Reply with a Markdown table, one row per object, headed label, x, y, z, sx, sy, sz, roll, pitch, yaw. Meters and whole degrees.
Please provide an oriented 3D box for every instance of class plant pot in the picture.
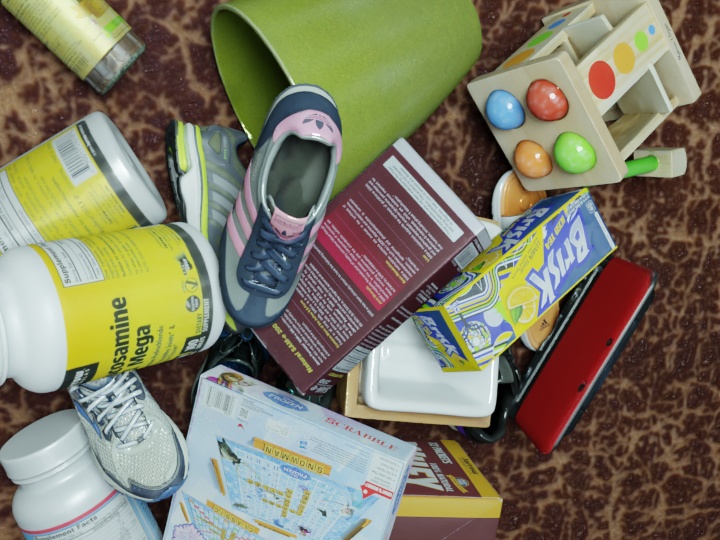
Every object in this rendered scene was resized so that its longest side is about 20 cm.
| label | x | y | z | sx | sy | sz | roll | pitch | yaw |
| --- | --- | --- | --- | --- | --- | --- | --- | --- | --- |
| plant pot | 0.002 | -0.181 | 0.736 | 0.199 | 0.187 | 0.188 | -30 | 109 | -17 |

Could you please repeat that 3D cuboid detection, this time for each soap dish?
| label | x | y | z | sx | sy | sz | roll | pitch | yaw |
| --- | --- | --- | --- | --- | --- | --- | --- | --- | --- |
| soap dish | 0.054 | 0.041 | 0.793 | 0.156 | 0.081 | 0.201 | 9 | 80 | -27 |

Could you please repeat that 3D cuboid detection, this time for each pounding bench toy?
| label | x | y | z | sx | sy | sz | roll | pitch | yaw |
| --- | --- | --- | --- | --- | --- | --- | --- | --- | --- |
| pounding bench toy | 0.222 | -0.134 | 0.795 | 0.156 | 0.124 | 0.200 | -43 | 111 | -24 |

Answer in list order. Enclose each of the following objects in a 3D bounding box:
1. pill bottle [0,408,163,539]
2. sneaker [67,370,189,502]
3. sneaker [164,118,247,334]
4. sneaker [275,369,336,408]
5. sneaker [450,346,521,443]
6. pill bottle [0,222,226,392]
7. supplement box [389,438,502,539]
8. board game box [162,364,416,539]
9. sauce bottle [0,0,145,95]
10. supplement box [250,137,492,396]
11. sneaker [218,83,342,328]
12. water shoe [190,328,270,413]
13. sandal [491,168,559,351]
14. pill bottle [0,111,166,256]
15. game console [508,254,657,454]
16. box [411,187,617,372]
| label | x | y | z | sx | sy | sz | roll | pitch | yaw |
| --- | --- | --- | --- | --- | --- | --- | --- | --- | --- |
| pill bottle | -0.258 | 0.238 | 0.797 | 0.108 | 0.109 | 0.201 | -23 | 107 | -8 |
| sneaker | -0.220 | 0.112 | 0.729 | 0.077 | 0.200 | 0.085 | -33 | 153 | -18 |
| sneaker | -0.122 | -0.043 | 0.763 | 0.080 | 0.074 | 0.201 | -9 | 86 | -19 |
| sneaker | -0.049 | 0.090 | 0.832 | 0.200 | 0.075 | 0.079 | -45 | 119 | -11 |
| sneaker | 0.132 | 0.084 | 0.860 | 0.069 | 0.100 | 0.202 | -3 | 101 | -13 |
| pill bottle | -0.215 | 0.030 | 0.657 | 0.199 | 0.112 | 0.113 | -13 | 108 | -39 |
| supplement box | 0.017 | 0.291 | 0.866 | 0.196 | 0.133 | 0.201 | 5 | 102 | -15 |
| board game box | -0.071 | 0.213 | 0.749 | 0.199 | 0.041 | 0.201 | 21 | 105 | 16 |
| sauce bottle | -0.272 | -0.239 | 0.701 | 0.065 | 0.065 | 0.200 | -46 | 111 | 0 |
| supplement box | 0.000 | 0.000 | 0.705 | 0.200 | 0.061 | 0.109 | -42 | 73 | 4 |
| sneaker | -0.063 | -0.033 | 0.618 | 0.070 | 0.082 | 0.201 | 10 | 115 | -13 |
| water shoe | -0.107 | 0.065 | 0.809 | 0.071 | 0.079 | 0.201 | 15 | 99 | -17 |
| sandal | 0.193 | -0.009 | 0.867 | 0.079 | 0.059 | 0.208 | -29 | 115 | -32 |
| pill bottle | -0.278 | -0.041 | 0.724 | 0.199 | 0.111 | 0.112 | -32 | 109 | -4 |
| game console | 0.249 | 0.095 | 0.861 | 0.172 | 0.119 | 0.201 | 27 | 97 | -40 |
| box | 0.141 | 0.006 | 0.761 | 0.200 | 0.064 | 0.070 | -37 | 103 | -27 |
